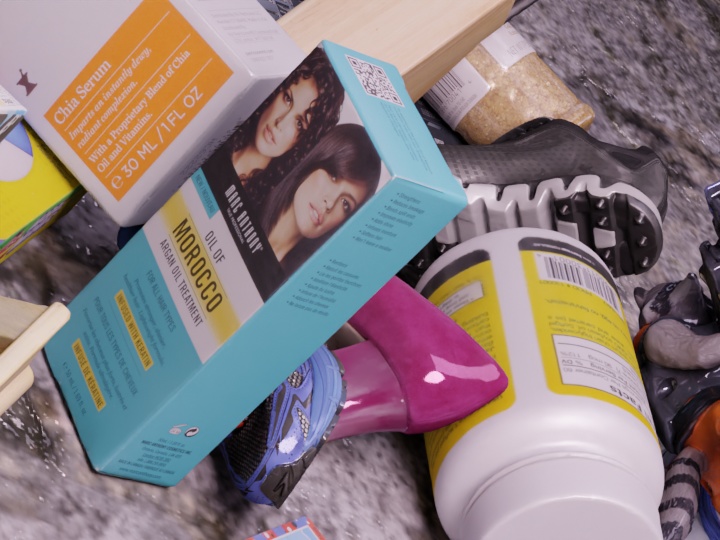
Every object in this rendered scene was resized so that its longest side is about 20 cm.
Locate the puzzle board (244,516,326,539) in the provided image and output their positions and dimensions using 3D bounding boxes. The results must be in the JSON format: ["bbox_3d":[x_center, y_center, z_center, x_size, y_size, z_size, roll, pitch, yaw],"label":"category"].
[{"bbox_3d":[0.003,0.196,1.174,0.200,0.017,0.151,52,26,12],"label":"puzzle board"}]

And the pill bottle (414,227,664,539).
[{"bbox_3d":[0.088,0.080,1.362,0.114,0.114,0.200,32,29,-26],"label":"pill bottle"}]

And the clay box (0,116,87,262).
[{"bbox_3d":[-0.188,-0.058,1.229,0.115,0.048,0.200,44,26,-1],"label":"clay box"}]

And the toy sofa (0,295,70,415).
[{"bbox_3d":[-0.222,-0.005,1.080,0.200,0.098,0.083,45,50,-2],"label":"toy sofa"}]

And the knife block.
[{"bbox_3d":[0.039,-0.149,1.436,0.064,0.176,0.200,52,33,7],"label":"knife block"}]

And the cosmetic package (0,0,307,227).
[{"bbox_3d":[-0.127,-0.127,1.253,0.200,0.101,0.071,48,22,12],"label":"cosmetic package"}]

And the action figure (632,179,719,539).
[{"bbox_3d":[0.176,0.057,1.404,0.193,0.105,0.200,-102,174,-56],"label":"action figure"}]

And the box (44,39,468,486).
[{"bbox_3d":[-0.049,0.000,1.172,0.049,0.200,0.082,17,37,-46],"label":"box"}]

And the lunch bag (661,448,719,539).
[{"bbox_3d":[0.247,0.174,1.511,0.200,0.076,0.160,39,28,-11],"label":"lunch bag"}]

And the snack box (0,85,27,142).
[{"bbox_3d":[-0.195,-0.091,1.083,0.116,0.037,0.200,44,2,-2],"label":"snack box"}]

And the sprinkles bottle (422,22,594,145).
[{"bbox_3d":[0.043,-0.137,1.552,0.200,0.068,0.068,48,25,7],"label":"sprinkles bottle"}]

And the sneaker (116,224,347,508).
[{"bbox_3d":[-0.068,0.035,1.262,0.078,0.075,0.200,17,28,-31],"label":"sneaker"}]

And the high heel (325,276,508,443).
[{"bbox_3d":[0.000,0.000,1.350,0.096,0.067,0.200,-12,44,-11],"label":"high heel"}]

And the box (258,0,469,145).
[{"bbox_3d":[-0.024,-0.115,1.557,0.200,0.051,0.158,20,36,-41],"label":"box"}]

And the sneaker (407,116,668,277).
[{"bbox_3d":[0.077,-0.044,1.481,0.091,0.200,0.066,-57,146,-50],"label":"sneaker"}]
